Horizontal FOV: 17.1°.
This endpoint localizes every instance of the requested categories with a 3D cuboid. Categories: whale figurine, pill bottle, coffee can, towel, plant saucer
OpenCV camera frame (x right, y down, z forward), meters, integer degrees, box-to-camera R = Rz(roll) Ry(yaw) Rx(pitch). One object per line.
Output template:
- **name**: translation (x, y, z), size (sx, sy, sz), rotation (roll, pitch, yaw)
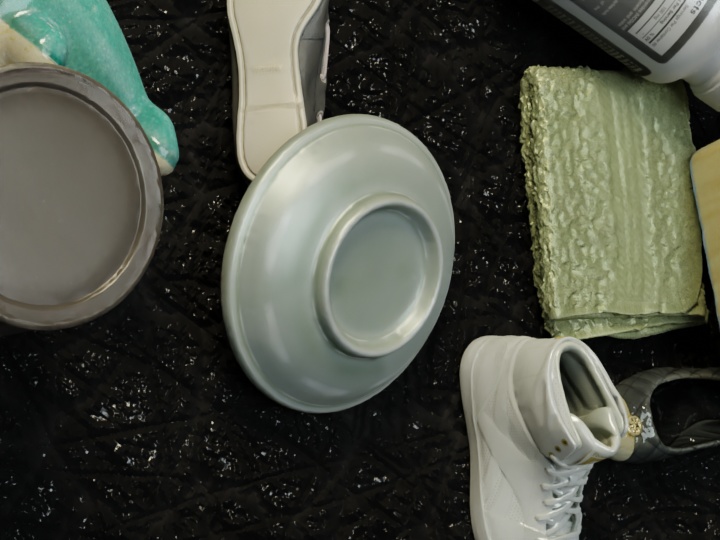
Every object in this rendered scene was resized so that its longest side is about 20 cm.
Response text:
- **whale figurine**: translation (-0.179, -0.138, 1.443), size (0.200, 0.159, 0.104), rotation (38, 87, -5)
- **pill bottle**: translation (0.202, -0.204, 1.689), size (0.200, 0.116, 0.116), rotation (34, 68, -13)
- **coffee can**: translation (-0.222, -0.031, 1.380), size (0.146, 0.200, 0.147), rotation (4, 83, -31)
- **towel**: translation (0.180, -0.050, 1.722), size (0.148, 0.036, 0.200), rotation (-4, 87, -31)
- **plant saucer**: translation (0.000, 0.000, 1.560), size (0.200, 0.050, 0.200), rotation (-13, 110, -40)

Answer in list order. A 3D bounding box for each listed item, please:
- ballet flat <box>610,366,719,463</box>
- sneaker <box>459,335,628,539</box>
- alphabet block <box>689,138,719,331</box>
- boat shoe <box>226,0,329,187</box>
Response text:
- **ballet flat**: translation (0.248, 0.099, 1.731), size (0.200, 0.057, 0.067), rotation (-8, 91, -31)
- **sneaker**: translation (0.131, 0.141, 1.622), size (0.074, 0.116, 0.200), rotation (-15, 95, -34)
- **alphabet block**: translation (0.379, -0.017, 1.698), size (0.195, 0.200, 0.197), rotation (10, 63, -44)
- **boat shoe**: translation (-0.054, -0.143, 1.589), size (0.067, 0.057, 0.200), rotation (2, 77, 5)
